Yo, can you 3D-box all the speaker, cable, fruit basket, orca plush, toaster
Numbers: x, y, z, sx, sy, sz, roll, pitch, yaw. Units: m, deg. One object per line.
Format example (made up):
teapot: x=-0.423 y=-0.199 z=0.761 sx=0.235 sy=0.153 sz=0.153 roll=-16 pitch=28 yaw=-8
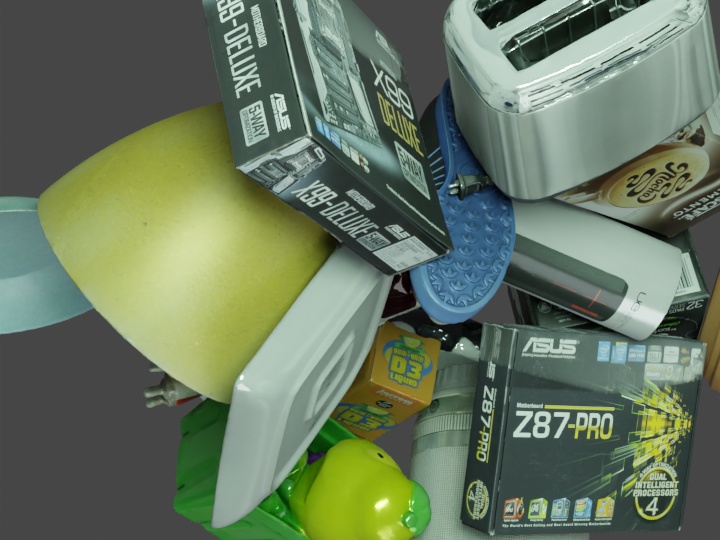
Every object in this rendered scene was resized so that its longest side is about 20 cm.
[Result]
speaker: x=0.145 y=-0.019 z=1.142 sx=0.199 sy=0.081 sz=0.081 roll=23 pitch=146 yaw=-9
cable: x=-0.094 y=0.082 z=1.288 sx=0.199 sy=0.050 sz=0.097 roll=-8 pitch=153 yaw=-16
fruit basket: x=-0.031 y=0.177 z=1.252 sx=0.215 sy=0.156 sz=0.216 roll=0 pitch=143 yaw=0
orca plush: x=0.049 y=0.055 z=1.363 sx=0.199 sy=0.071 sz=0.105 roll=-1 pitch=146 yaw=26
toaster: x=0.130 y=-0.132 z=0.927 sx=0.200 sy=0.114 sz=0.129 roll=-28 pitch=151 yaw=-2

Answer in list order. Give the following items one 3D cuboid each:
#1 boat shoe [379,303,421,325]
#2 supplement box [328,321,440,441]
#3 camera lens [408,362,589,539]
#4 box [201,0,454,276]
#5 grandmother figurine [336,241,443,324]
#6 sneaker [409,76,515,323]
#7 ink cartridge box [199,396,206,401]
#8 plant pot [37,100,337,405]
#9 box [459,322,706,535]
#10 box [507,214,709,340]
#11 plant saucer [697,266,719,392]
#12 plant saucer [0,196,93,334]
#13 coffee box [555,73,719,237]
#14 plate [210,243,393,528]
boat shoe: x=-0.003 y=0.022 z=1.241 sx=0.199 sy=0.072 sz=0.069 roll=-20 pitch=158 yaw=-13
supplement box: x=-0.004 y=0.113 z=1.346 sx=0.066 sy=0.069 sz=0.200 roll=21 pitch=148 yaw=-18
camera lens: x=0.119 y=0.197 z=1.282 sx=0.159 sy=0.201 sz=0.160 roll=5 pitch=158 yaw=2
box: x=-0.020 y=-0.101 z=0.884 sx=0.050 sy=0.158 sz=0.200 roll=-22 pitch=154 yaw=19
grandmother figurine: x=0.000 y=0.000 z=1.133 sx=0.199 sy=0.061 sz=0.121 roll=10 pitch=162 yaw=22
sneaker: x=0.061 y=-0.038 z=1.014 sx=0.070 sy=0.200 sz=0.078 roll=17 pitch=143 yaw=-11
ink cartridge box: x=-0.122 y=0.068 z=1.343 sx=0.094 sy=0.037 sz=0.200 roll=-16 pitch=158 yaw=3
plant pot: x=-0.094 y=-0.031 z=0.993 sx=0.142 sy=0.200 sz=0.200 roll=-44 pitch=147 yaw=12
box: x=0.180 y=0.128 z=1.186 sx=0.199 sy=0.162 sz=0.049 roll=6 pitch=-178 yaw=-30
box: x=0.212 y=0.022 z=1.305 sx=0.148 sy=0.125 sz=0.200 roll=-12 pitch=157 yaw=1
plant saucer: x=0.328 y=0.006 z=1.285 sx=0.037 sy=0.201 sz=0.200 roll=17 pitch=160 yaw=14
plant saucer: x=-0.269 y=-0.010 z=1.095 sx=0.200 sy=0.039 sz=0.201 roll=-12 pitch=156 yaw=-5
coffee box: x=0.210 y=-0.099 z=1.097 sx=0.200 sy=0.080 sz=0.113 roll=13 pitch=144 yaw=-45
plate: x=-0.031 y=0.066 z=1.014 sx=0.032 sy=0.200 sz=0.200 roll=29 pitch=143 yaw=10
